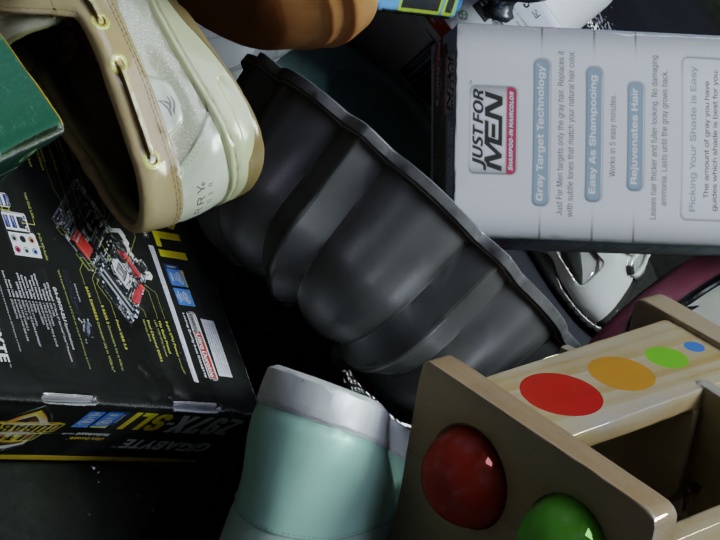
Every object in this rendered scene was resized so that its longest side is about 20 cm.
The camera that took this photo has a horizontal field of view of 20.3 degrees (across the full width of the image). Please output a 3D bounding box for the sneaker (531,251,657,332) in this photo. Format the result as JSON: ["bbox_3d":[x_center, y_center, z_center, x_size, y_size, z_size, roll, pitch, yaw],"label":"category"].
[{"bbox_3d":[0.142,-0.039,1.195,0.200,0.088,0.074,51,28,-12],"label":"sneaker"}]

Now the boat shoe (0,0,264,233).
[{"bbox_3d":[-0.119,-0.103,0.793,0.066,0.074,0.200,-34,81,-35],"label":"boat shoe"}]

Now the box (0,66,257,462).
[{"bbox_3d":[-0.135,-0.023,0.807,0.159,0.049,0.201,10,53,-55],"label":"box"}]

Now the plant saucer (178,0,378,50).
[{"bbox_3d":[-0.079,-0.157,0.814,0.200,0.038,0.200,38,-13,10],"label":"plant saucer"}]

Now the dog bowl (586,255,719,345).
[{"bbox_3d":[0.172,0.071,1.035,0.074,0.201,0.199,47,23,27],"label":"dog bowl"}]

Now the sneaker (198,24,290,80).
[{"bbox_3d":[-0.068,-0.171,0.988,0.115,0.075,0.201,42,58,-32],"label":"sneaker"}]

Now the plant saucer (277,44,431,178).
[{"bbox_3d":[0.005,-0.055,1.055,0.200,0.039,0.202,36,35,-30],"label":"plant saucer"}]

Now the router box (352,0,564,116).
[{"bbox_3d":[0.057,-0.114,1.070,0.201,0.049,0.179,52,-10,-2],"label":"router box"}]

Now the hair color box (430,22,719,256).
[{"bbox_3d":[0.134,-0.059,0.957,0.198,0.061,0.100,2,86,-10],"label":"hair color box"}]

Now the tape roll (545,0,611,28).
[{"bbox_3d":[0.052,-0.205,1.115,0.203,0.071,0.203,48,-10,11],"label":"tape roll"}]

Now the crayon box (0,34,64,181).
[{"bbox_3d":[-0.209,-0.092,0.687,0.201,0.125,0.052,55,30,-1],"label":"crayon box"}]

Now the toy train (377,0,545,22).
[{"bbox_3d":[0.045,-0.171,0.903,0.086,0.115,0.199,31,21,32],"label":"toy train"}]

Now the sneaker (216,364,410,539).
[{"bbox_3d":[-0.019,0.113,0.845,0.073,0.119,0.200,19,-7,18],"label":"sneaker"}]

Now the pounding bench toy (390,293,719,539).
[{"bbox_3d":[0.123,0.119,0.774,0.155,0.125,0.199,-13,33,-39],"label":"pounding bench toy"}]

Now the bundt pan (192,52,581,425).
[{"bbox_3d":[0.000,0.000,0.887,0.202,0.076,0.202,41,-5,4],"label":"bundt pan"}]
